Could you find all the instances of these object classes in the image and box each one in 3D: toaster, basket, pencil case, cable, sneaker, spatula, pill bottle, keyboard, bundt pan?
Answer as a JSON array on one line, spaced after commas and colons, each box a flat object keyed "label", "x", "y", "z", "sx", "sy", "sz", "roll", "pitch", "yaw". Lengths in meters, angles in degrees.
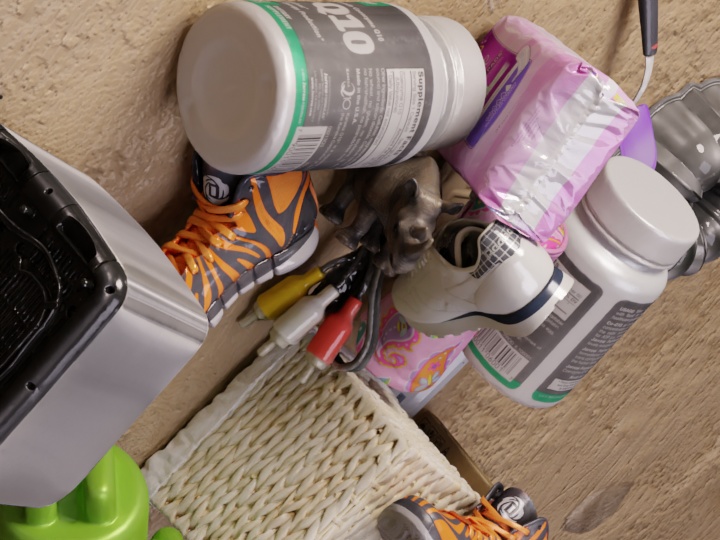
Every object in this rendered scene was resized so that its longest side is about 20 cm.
[{"label": "toaster", "x": -0.213, "y": 0.020, "z": 1.185, "sx": 0.200, "sy": 0.181, "sz": 0.119, "roll": -48, "pitch": 150, "yaw": 7}, {"label": "basket", "x": -0.037, "y": 0.182, "z": 1.573, "sx": 0.200, "sy": 0.161, "sz": 0.198, "roll": -44, "pitch": 148, "yaw": 2}, {"label": "pencil case", "x": 0.079, "y": 0.011, "z": 1.525, "sx": 0.087, "sy": 0.088, "sz": 0.200, "roll": -2, "pitch": 142, "yaw": -47}, {"label": "cable", "x": 0.000, "y": 0.000, "z": 1.473, "sx": 0.200, "sy": 0.097, "sz": 0.050, "roll": -51, "pitch": 168, "yaw": 12}, {"label": "sneaker", "x": 0.084, "y": 0.203, "z": 1.519, "sx": 0.112, "sy": 0.078, "sz": 0.200, "roll": -43, "pitch": 150, "yaw": -11}, {"label": "sneaker", "x": -0.115, "y": -0.024, "z": 1.336, "sx": 0.200, "sy": 0.078, "sz": 0.112, "roll": -39, "pitch": 144, "yaw": -29}, {"label": "sneaker", "x": 0.073, "y": -0.002, "z": 1.390, "sx": 0.080, "sy": 0.200, "sz": 0.076, "roll": 43, "pitch": 68, "yaw": -19}, {"label": "spatula", "x": 0.231, "y": -0.164, "z": 1.571, "sx": 0.056, "sy": 0.021, "sz": 0.200, "roll": -34, "pitch": 133, "yaw": -45}, {"label": "pill bottle", "x": -0.016, "y": -0.125, "z": 1.298, "sx": 0.200, "sy": 0.113, "sz": 0.113, "roll": -7, "pitch": 132, "yaw": -44}, {"label": "keyboard", "x": 0.033, "y": 0.121, "z": 1.721, "sx": 0.200, "sy": 0.011, "sz": 0.056, "roll": -45, "pitch": 142, "yaw": 0}, {"label": "pill bottle", "x": 0.179, "y": 0.010, "z": 1.576, "sx": 0.113, "sy": 0.113, "sz": 0.200, "roll": 1, "pitch": 138, "yaw": -48}, {"label": "bundt pan", "x": 0.300, "y": -0.071, "z": 1.740, "sx": 0.202, "sy": 0.076, "sz": 0.202, "roll": -28, "pitch": 143, "yaw": -24}]

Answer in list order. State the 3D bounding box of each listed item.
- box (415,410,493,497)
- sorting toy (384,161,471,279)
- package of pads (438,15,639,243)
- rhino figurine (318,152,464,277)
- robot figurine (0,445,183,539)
[{"label": "box", "x": 0.042, "y": 0.225, "z": 1.683, "sx": 0.163, "sy": 0.200, "sz": 0.021, "roll": -45, "pitch": 119, "yaw": 2}, {"label": "sorting toy", "x": 0.113, "y": -0.066, "z": 1.583, "sx": 0.185, "sy": 0.036, "sz": 0.200, "roll": 7, "pitch": 125, "yaw": -51}, {"label": "package of pads", "x": 0.119, "y": -0.107, "z": 1.377, "sx": 0.076, "sy": 0.200, "sz": 0.121, "roll": 35, "pitch": 99, "yaw": -19}, {"label": "rhino figurine", "x": 0.025, "y": -0.046, "z": 1.373, "sx": 0.060, "sy": 0.200, "sz": 0.088, "roll": 32, "pitch": 97, "yaw": -17}, {"label": "robot figurine", "x": -0.217, "y": 0.203, "z": 1.435, "sx": 0.175, "sy": 0.116, "sz": 0.200, "roll": -2, "pitch": 135, "yaw": -12}]
